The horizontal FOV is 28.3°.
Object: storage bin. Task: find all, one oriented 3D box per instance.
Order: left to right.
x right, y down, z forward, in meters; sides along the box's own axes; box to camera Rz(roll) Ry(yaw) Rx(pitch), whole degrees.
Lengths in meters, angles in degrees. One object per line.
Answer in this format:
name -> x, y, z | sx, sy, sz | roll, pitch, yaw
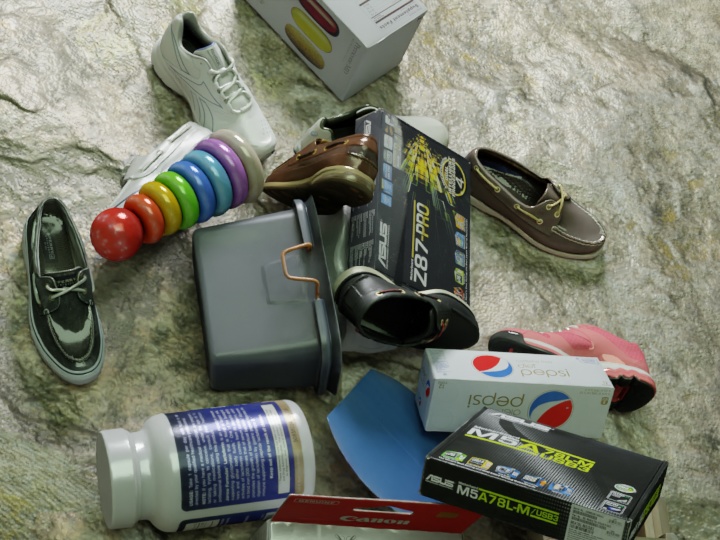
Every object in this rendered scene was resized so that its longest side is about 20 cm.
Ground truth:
storage bin -> -0.102, 0.031, 1.499 | 0.133, 0.146, 0.201 | -7, 64, -10

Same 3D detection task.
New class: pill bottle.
pill bottle -> -0.153, 0.193, 1.398 | 0.199, 0.116, 0.116 | -4, 64, -20

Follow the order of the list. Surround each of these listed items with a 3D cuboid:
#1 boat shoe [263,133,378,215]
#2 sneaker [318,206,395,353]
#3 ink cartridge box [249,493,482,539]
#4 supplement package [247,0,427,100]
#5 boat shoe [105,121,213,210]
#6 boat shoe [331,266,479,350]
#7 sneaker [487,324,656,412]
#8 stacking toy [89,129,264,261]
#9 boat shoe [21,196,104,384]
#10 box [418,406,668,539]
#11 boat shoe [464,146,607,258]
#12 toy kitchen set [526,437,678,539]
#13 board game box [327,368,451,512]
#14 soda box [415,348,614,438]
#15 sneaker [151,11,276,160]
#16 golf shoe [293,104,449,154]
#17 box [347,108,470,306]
boat shoe -> -0.040, -0.105, 1.552 | 0.072, 0.200, 0.068 | 27, 73, -27
sneaker -> 0.000, 0.000, 1.588 | 0.088, 0.075, 0.201 | 8, 64, -29
ink cartridge box -> 0.006, 0.263, 1.373 | 0.199, 0.176, 0.045 | 6, 66, -14
supplement package -> -0.036, -0.326, 1.718 | 0.109, 0.114, 0.200 | -36, 77, -31
boat shoe -> -0.229, -0.096, 1.560 | 0.066, 0.072, 0.200 | 35, 60, 16
boat shoe -> 0.057, 0.054, 1.511 | 0.201, 0.074, 0.063 | 21, 22, -42
sneaker -> 0.235, 0.097, 1.613 | 0.199, 0.074, 0.087 | 17, 43, -11
stacking toy -> -0.198, -0.071, 1.488 | 0.200, 0.085, 0.085 | -33, 76, -33
boat shoe -> -0.310, 0.018, 1.469 | 0.072, 0.071, 0.201 | -12, 67, -23
box -> 0.179, 0.197, 1.364 | 0.199, 0.048, 0.193 | 16, 16, 20
boat shoe -> 0.207, -0.081, 1.694 | 0.199, 0.060, 0.072 | 30, 57, 0
toy kitchen set -> 0.278, 0.246, 1.469 | 0.162, 0.181, 0.201 | 6, 60, -15
board game box -> 0.032, 0.193, 1.478 | 0.158, 0.039, 0.200 | 46, 27, 1
soda box -> 0.163, 0.131, 1.523 | 0.199, 0.068, 0.064 | 4, 27, -11
sneaker -> -0.166, -0.208, 1.629 | 0.074, 0.087, 0.200 | -35, 78, -32
golf shoe -> 0.024, -0.153, 1.654 | 0.199, 0.097, 0.079 | -14, 65, -25
box -> 0.057, -0.058, 1.590 | 0.161, 0.049, 0.201 | 25, 58, -40
